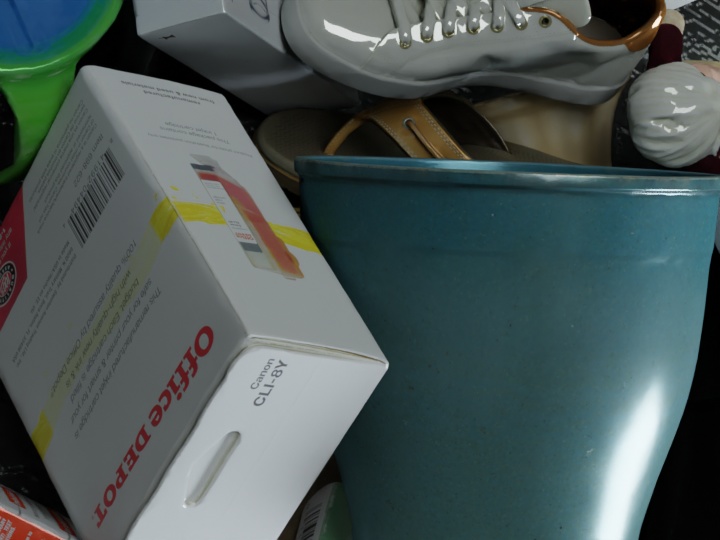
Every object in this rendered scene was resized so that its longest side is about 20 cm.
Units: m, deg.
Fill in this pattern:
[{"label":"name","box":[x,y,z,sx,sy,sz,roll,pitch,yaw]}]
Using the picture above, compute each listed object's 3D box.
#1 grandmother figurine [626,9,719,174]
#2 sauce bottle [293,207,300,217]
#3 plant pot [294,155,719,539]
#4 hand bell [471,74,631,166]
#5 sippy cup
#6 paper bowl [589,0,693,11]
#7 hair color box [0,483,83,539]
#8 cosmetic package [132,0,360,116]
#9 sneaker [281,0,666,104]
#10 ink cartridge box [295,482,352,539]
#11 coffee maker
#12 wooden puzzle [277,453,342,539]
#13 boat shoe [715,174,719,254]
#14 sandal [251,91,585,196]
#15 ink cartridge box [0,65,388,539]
[{"label":"grandmother figurine","box":[0.175,-0.078,1.524,0.060,0.200,0.122,-32,83,12]},{"label":"sauce bottle","box":[0.000,0.000,1.461,0.199,0.065,0.065,0,74,-16]},{"label":"plant pot","box":[0.065,0.045,1.335,0.199,0.200,0.189,0,95,-26]},{"label":"hand bell","box":[0.117,0.000,1.534,0.104,0.104,0.201,-15,93,-29]},{"label":"sippy cup","box":[-0.194,-0.136,1.384,0.139,0.130,0.179,20,67,-18]},{"label":"paper bowl","box":[0.142,-0.193,1.529,0.200,0.201,0.105,-17,83,-29]},{"label":"hair color box","box":[-0.143,0.146,1.319,0.199,0.111,0.064,29,87,-10]},{"label":"cosmetic package","box":[-0.063,-0.169,1.435,0.051,0.200,0.152,-11,78,17]},{"label":"sneaker","box":[0.059,-0.133,1.419,0.199,0.085,0.073,0,60,-28]},{"label":"ink cartridge box","box":[0.048,0.213,1.397,0.199,0.050,0.162,21,63,-14]},{"label":"coffee maker","box":[0.202,0.083,1.515,0.191,0.135,0.201,14,70,-20]},{"label":"wooden puzzle","box":[-0.010,0.124,1.454,0.184,0.037,0.201,-13,76,-29]},{"label":"boat shoe","box":[0.249,0.027,1.437,0.073,0.068,0.200,-25,87,-26]},{"label":"sandal","box":[0.045,-0.061,1.458,0.199,0.054,0.080,10,30,8]},{"label":"ink cartridge box","box":[-0.088,0.027,1.305,0.083,0.145,0.200,11,33,-37]}]
